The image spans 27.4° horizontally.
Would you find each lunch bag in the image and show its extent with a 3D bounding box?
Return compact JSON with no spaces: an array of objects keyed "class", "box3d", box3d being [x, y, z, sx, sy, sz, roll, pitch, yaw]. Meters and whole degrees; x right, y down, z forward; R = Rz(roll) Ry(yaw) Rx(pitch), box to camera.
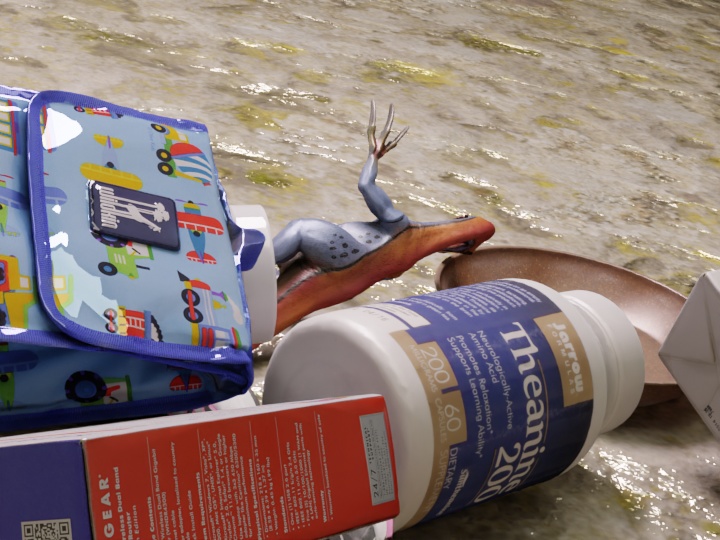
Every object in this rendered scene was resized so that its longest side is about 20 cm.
[{"class":"lunch bag","box3d":[-0.140,-0.006,0.659,0.199,0.094,0.151,1,47,-22]}]

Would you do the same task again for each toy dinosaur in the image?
[{"class":"toy dinosaur","box3d":[0.000,0.000,0.933,0.181,0.105,0.200,4,57,-9]}]

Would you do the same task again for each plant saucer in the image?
[{"class":"plant saucer","box3d":[0.143,0.040,0.968,0.200,0.037,0.200,11,23,-5]}]

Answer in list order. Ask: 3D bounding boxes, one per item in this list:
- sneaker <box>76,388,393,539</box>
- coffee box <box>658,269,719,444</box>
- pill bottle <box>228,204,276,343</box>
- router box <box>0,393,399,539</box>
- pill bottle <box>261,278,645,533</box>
[{"class":"sneaker","box3d":[-0.064,0.107,0.664,0.086,0.081,0.200,-10,19,-33]},{"class":"coffee box","box3d":[0.289,0.044,0.835,0.200,0.080,0.114,-13,53,-25]},{"class":"pill bottle","box3d":[-0.147,0.009,0.755,0.199,0.105,0.104,-4,26,-12]},{"class":"router box","box3d":[-0.116,0.084,0.541,0.200,0.049,0.179,-9,-5,30]},{"class":"pill bottle","box3d":[0.057,0.064,0.764,0.200,0.111,0.111,-10,31,-43]}]
